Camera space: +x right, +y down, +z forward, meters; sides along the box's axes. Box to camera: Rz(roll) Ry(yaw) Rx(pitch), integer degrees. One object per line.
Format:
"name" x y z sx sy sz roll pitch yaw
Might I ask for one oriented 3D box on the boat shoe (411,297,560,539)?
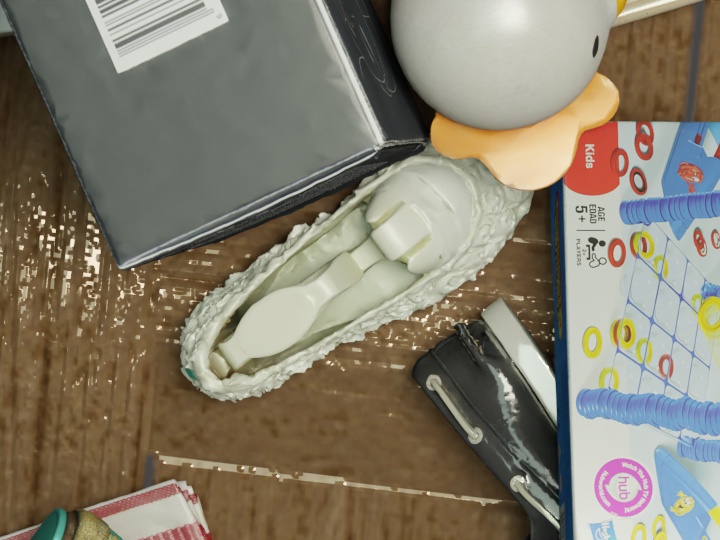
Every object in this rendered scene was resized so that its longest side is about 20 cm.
"boat shoe" 0.097 0.110 1.032 0.060 0.074 0.201 -34 85 6

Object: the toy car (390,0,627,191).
"toy car" 0.073 -0.136 0.954 0.176 0.185 0.201 -14 109 2

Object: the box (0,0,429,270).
"box" -0.069 -0.119 0.944 0.123 0.197 0.201 -24 90 9

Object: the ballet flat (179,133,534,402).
"ballet flat" 0.000 0.000 1.045 0.200 0.072 0.072 -37 87 6

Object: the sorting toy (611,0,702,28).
"sorting toy" 0.118 -0.210 1.043 0.199 0.036 0.186 -16 90 2

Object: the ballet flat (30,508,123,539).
"ballet flat" -0.175 0.201 1.057 0.071 0.071 0.200 42 98 4

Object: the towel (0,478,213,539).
"towel" -0.117 0.216 1.087 0.143 0.023 0.201 -19 88 9

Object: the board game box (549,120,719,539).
"board game box" 0.184 0.036 0.988 0.194 0.056 0.202 0 74 -1

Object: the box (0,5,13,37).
"box" -0.113 -0.197 1.064 0.198 0.041 0.157 -6 92 8
